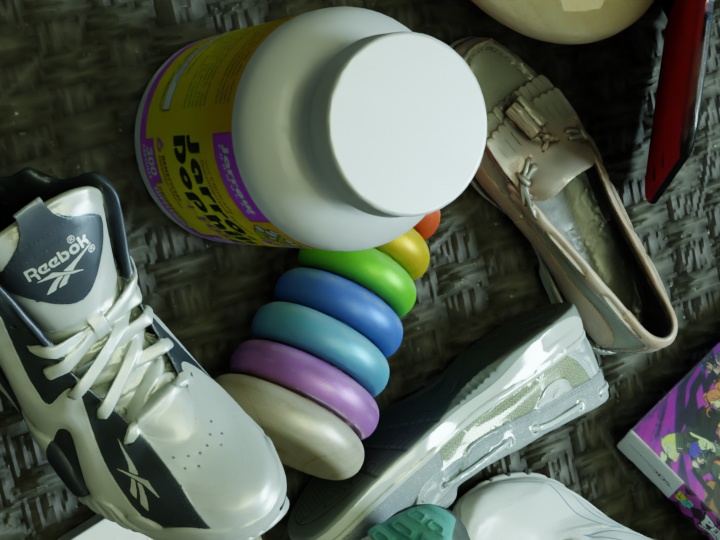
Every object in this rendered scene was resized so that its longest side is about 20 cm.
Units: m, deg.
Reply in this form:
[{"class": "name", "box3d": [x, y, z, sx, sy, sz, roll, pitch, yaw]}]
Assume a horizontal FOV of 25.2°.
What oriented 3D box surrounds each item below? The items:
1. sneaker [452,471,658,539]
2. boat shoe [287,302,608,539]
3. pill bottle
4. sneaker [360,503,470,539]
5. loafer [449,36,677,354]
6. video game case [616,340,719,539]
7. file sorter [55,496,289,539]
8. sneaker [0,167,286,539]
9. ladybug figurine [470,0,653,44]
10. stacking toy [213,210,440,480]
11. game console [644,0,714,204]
[{"class": "sneaker", "box3d": [0.136, 0.164, 0.878, 0.199, 0.087, 0.075, 21, 85, -25]}, {"class": "boat shoe", "box3d": [0.050, 0.093, 0.840, 0.201, 0.074, 0.065, -37, 103, -28]}, {"class": "pill bottle", "box3d": [-0.024, -0.062, 0.723, 0.103, 0.200, 0.105, -1, 92, -26]}, {"class": "sneaker", "box3d": [0.046, 0.185, 0.822, 0.091, 0.077, 0.201, -32, 138, -33]}, {"class": "loafer", "box3d": [0.112, -0.041, 0.869, 0.072, 0.063, 0.201, -39, 108, -21]}, {"class": "video game case", "box3d": [0.279, 0.098, 0.929, 0.200, 0.036, 0.181, -40, 77, -19]}, {"class": "file sorter", "box3d": [-0.065, 0.212, 0.758, 0.138, 0.124, 0.201, -31, 106, -22]}, {"class": "sneaker", "box3d": [-0.112, 0.027, 0.674, 0.079, 0.130, 0.199, -37, 68, -22]}, {"class": "ladybug figurine", "box3d": [0.081, -0.203, 0.822, 0.135, 0.072, 0.201, -22, 82, -12]}, {"class": "stacking toy", "box3d": [0.000, 0.000, 0.814, 0.085, 0.085, 0.201, 34, 71, -24]}, {"class": "game console", "box3d": [0.211, -0.131, 0.825, 0.171, 0.200, 0.120, -23, 84, 3]}]
